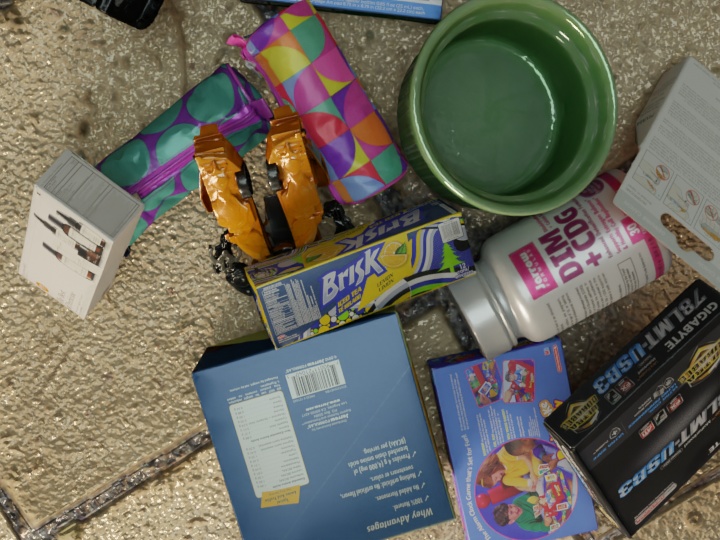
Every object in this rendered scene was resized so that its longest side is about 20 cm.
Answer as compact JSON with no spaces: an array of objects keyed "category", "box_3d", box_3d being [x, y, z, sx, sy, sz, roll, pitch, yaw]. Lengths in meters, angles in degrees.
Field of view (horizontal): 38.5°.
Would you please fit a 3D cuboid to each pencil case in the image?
[{"category":"pencil case","box_3d":[-0.037,-0.156,0.978,0.088,0.088,0.201,-35,100,2]},{"category":"pencil case","box_3d":[-0.175,-0.107,0.978,0.200,0.092,0.085,-38,114,1]}]

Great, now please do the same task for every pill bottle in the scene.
[{"category":"pill bottle","box_3d":[0.186,-0.002,0.992,0.199,0.113,0.114,-30,97,2]}]

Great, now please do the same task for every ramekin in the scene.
[{"category":"ramekin","box_3d":[0.129,-0.149,0.965,0.198,0.098,0.202,0,90,-14]}]

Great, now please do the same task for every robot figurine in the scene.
[{"category":"robot figurine","box_3d":[-0.081,-0.055,0.965,0.144,0.059,0.201,-12,138,2]}]

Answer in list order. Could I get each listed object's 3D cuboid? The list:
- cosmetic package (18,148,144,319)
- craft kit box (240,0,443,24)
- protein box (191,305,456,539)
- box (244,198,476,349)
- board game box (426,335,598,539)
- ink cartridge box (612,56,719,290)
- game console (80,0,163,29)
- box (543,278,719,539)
[{"category":"cosmetic package","box_3d":[-0.259,-0.026,0.937,0.082,0.200,0.051,38,60,-3]},{"category":"craft kit box","box_3d":[-0.011,-0.347,0.984,0.198,0.049,0.199,6,99,-3]},{"category":"protein box","box_3d":[-0.034,0.152,0.992,0.197,0.135,0.202,-16,97,0]},{"category":"box","box_3d":[0.000,0.000,0.944,0.199,0.070,0.065,-20,109,-10]},{"category":"board game box","box_3d":[0.154,0.176,1.046,0.133,0.045,0.202,-12,97,-1]},{"category":"ink cartridge box","box_3d":[0.324,-0.083,0.977,0.162,0.057,0.201,37,68,-6]},{"category":"game console","box_3d":[-0.223,-0.343,0.944,0.116,0.176,0.201,23,97,-33]},{"category":"box","box_3d":[0.286,0.137,0.978,0.200,0.050,0.199,-41,133,-5]}]
